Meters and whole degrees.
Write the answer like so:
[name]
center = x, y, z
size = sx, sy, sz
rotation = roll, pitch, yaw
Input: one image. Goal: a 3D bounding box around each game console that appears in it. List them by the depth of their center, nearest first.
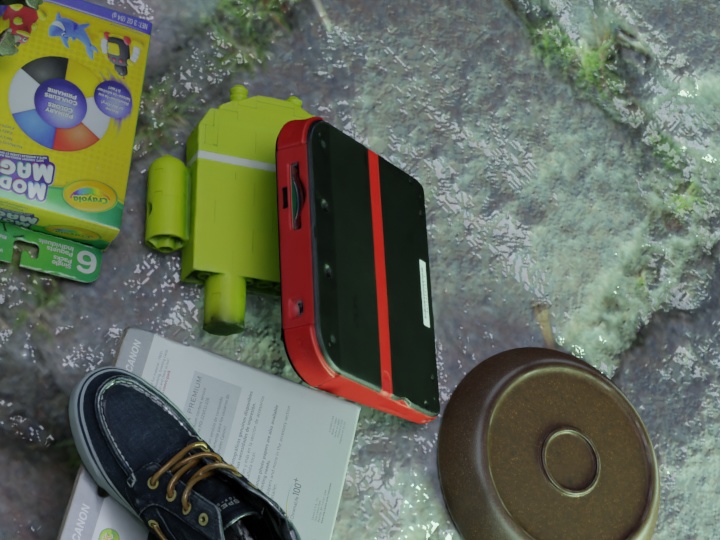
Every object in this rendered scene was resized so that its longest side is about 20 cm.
[game console]
center = 0.000, 0.000, 1.103
size = 0.177, 0.031, 0.202
rotation = 29, 53, -54

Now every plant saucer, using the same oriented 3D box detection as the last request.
[plant saucer]
center = 0.155, 0.151, 1.164
size = 0.199, 0.034, 0.202
rotation = 10, 66, -23

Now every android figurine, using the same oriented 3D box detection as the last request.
[android figurine]
center = -0.072, -0.046, 1.129
size = 0.181, 0.041, 0.202
rotation = 7, 67, -23

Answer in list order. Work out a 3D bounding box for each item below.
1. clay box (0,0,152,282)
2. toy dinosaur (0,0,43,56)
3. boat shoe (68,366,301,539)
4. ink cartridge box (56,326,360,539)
[clay box]
center = -0.219, -0.100, 1.075
size = 0.114, 0.048, 0.202
rotation = 15, 63, -22
[toy dinosaur]
center = -0.284, -0.178, 1.042
size = 0.077, 0.102, 0.202
rotation = -2, 109, -53
[boat shoe]
center = -0.099, 0.132, 0.915
size = 0.071, 0.091, 0.201
rotation = -34, 84, -31
[ink cartridge box]
center = -0.111, 0.162, 1.000
size = 0.174, 0.084, 0.201
rotation = 22, 61, -14
